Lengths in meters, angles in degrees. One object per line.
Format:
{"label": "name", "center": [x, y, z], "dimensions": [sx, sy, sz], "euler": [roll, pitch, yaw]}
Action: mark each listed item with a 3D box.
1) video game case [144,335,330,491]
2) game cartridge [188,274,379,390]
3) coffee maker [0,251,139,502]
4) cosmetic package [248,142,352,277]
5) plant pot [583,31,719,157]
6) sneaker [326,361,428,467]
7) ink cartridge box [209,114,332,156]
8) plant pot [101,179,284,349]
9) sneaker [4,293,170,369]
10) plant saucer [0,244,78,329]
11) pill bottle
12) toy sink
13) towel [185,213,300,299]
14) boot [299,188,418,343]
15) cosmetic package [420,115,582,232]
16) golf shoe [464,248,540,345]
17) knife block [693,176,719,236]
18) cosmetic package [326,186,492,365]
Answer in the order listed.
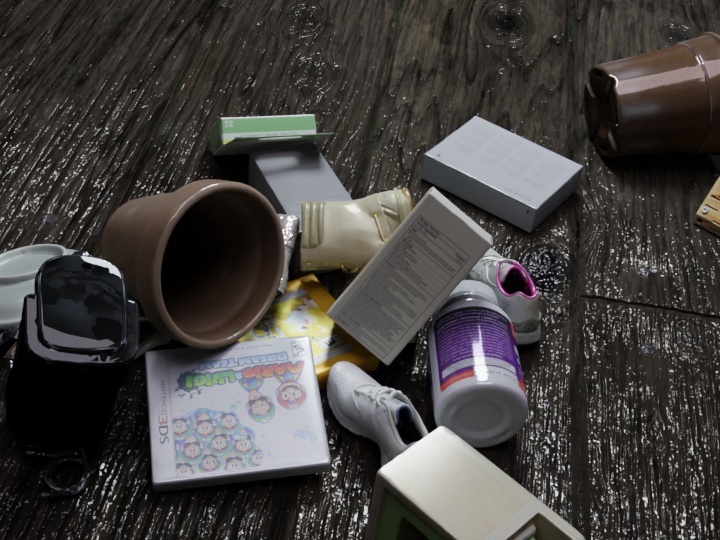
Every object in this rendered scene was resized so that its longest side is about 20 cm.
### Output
{"label": "video game case", "center": [-0.145, 0.162, 1.379], "dimensions": [0.199, 0.024, 0.182], "euler": [-5, 51, -8]}
{"label": "game cartridge", "center": [-0.105, 0.090, 1.499], "dimensions": [0.200, 0.032, 0.176], "euler": [-17, 46, -28]}
{"label": "coffee maker", "center": [-0.304, 0.110, 1.274], "dimensions": [0.134, 0.200, 0.192], "euler": [-19, 67, -31]}
{"label": "cosmetic package", "center": [-0.079, -0.089, 1.677], "dimensions": [0.107, 0.090, 0.200], "euler": [-10, 40, -20]}
{"label": "plant pot", "center": [0.478, -0.269, 1.918], "dimensions": [0.198, 0.201, 0.200], "euler": [-11, 43, -9]}
{"label": "sneaker", "center": [0.031, 0.167, 1.388], "dimensions": [0.074, 0.087, 0.200], "euler": [-22, 48, -30]}
{"label": "ink cartridge box", "center": [-0.134, -0.204, 1.743], "dimensions": [0.145, 0.048, 0.200], "euler": [-5, -2, -16]}
{"label": "plant pot", "center": [-0.220, -0.022, 1.443], "dimensions": [0.174, 0.201, 0.200], "euler": [16, 36, 42]}
{"label": "sneaker", "center": [-0.317, 0.089, 1.433], "dimensions": [0.200, 0.067, 0.090], "euler": [-25, 44, -37]}
{"label": "plant saucer", "center": [-0.410, 0.009, 1.473], "dimensions": [0.200, 0.050, 0.200], "euler": [-7, 23, 3]}
{"label": "pill bottle", "center": [0.138, 0.107, 1.458], "dimensions": [0.111, 0.112, 0.200], "euler": [4, 40, -5]}
{"label": "toy sink", "center": [0.111, 0.285, 1.230], "dimensions": [0.200, 0.131, 0.112], "euler": [37, 48, 29]}
{"label": "towel", "center": [-0.182, -0.019, 1.556], "dimensions": [0.199, 0.035, 0.133], "euler": [-2, 52, 16]}
{"label": "boot", "center": [0.000, 0.000, 1.542], "dimensions": [0.155, 0.201, 0.073], "euler": [-6, 1, 0]}
{"label": "cosmetic package", "center": [0.216, -0.151, 1.826], "dimensions": [0.200, 0.052, 0.151], "euler": [29, 42, 24]}
{"label": "golf shoe", "center": [0.192, 0.010, 1.601], "dimensions": [0.075, 0.092, 0.200], "euler": [-10, 42, -19]}
{"label": "knife block", "center": [0.614, -0.126, 1.871], "dimensions": [0.064, 0.176, 0.200], "euler": [33, 90, 28]}
{"label": "cosmetic package", "center": [0.061, 0.006, 1.464], "dimensions": [0.105, 0.200, 0.071], "euler": [41, 12, -2]}
